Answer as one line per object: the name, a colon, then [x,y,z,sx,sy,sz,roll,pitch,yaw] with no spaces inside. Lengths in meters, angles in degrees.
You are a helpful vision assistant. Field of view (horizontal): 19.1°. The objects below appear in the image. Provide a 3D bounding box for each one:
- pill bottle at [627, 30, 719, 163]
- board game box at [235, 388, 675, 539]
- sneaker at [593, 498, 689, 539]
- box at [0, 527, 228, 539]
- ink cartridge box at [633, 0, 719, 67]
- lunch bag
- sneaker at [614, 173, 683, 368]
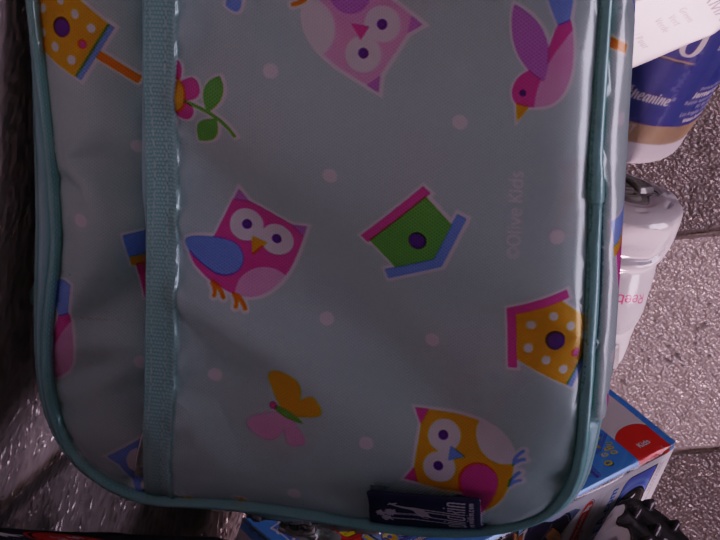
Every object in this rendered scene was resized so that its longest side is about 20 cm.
pill bottle: [0.135,-0.155,0.916,0.201,0.110,0.111,-62,-179,32]
board game box: [0.016,0.156,0.858,0.195,0.056,0.201,-19,139,-43]
sneaker: [0.086,0.154,0.774,0.091,0.066,0.200,-47,-176,15]
box: [-0.003,0.133,0.534,0.182,0.199,0.105,20,81,-66]
ink cartridge box: [0.132,-0.174,0.813,0.050,0.199,0.162,39,35,-56]
lunch bag: [-0.011,-0.026,0.558,0.077,0.159,0.202,-69,162,-69]
sneaker: [0.065,-0.013,0.967,0.200,0.077,0.100,-139,-121,-63]
